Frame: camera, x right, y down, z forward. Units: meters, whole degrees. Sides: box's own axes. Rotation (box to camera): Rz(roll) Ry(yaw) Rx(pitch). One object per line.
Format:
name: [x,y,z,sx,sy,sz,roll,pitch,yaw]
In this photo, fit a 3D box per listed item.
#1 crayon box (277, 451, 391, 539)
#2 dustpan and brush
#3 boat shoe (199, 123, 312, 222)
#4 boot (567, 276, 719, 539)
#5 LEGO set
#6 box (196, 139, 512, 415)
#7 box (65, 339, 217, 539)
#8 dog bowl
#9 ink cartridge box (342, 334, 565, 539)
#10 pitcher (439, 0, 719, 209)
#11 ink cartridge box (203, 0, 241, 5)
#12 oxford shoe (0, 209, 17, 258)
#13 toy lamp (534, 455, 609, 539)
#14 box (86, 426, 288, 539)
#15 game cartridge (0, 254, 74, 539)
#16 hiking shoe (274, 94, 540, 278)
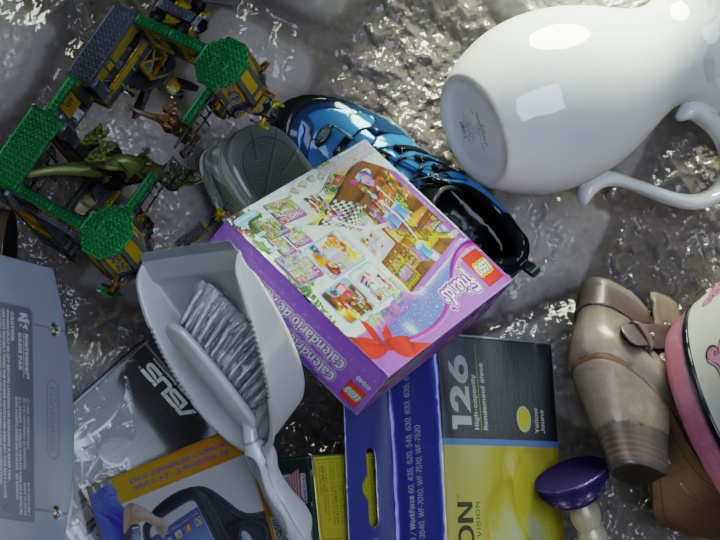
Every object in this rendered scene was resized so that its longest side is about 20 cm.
crayon box: [0.015,0.181,1.705,0.200,0.051,0.127,3,80,-53]
dustpan and brush: [-0.068,0.081,1.565,0.057,0.140,0.200,-42,107,-25]
boat shoe: [-0.040,-0.002,1.749,0.074,0.065,0.202,-37,99,-33]
boot: [0.213,0.091,1.784,0.200,0.070,0.146,33,44,-45]
LEGO set: [-0.138,-0.070,1.690,0.154,0.116,0.200,18,72,27]
box: [0.000,0.000,1.628,0.137,0.200,0.039,44,120,7]
box: [-0.135,0.170,1.708,0.158,0.048,0.200,-42,94,-15]
dog bowl: [0.276,0.095,1.750,0.074,0.200,0.200,-27,91,22]
ink cartridge box: [0.065,0.140,1.702,0.200,0.047,0.198,6,79,-56]
pitcher: [0.165,-0.103,1.781,0.200,0.121,0.172,-22,97,-26]
ink cartridge box: [-0.126,-0.239,1.676,0.146,0.200,0.086,6,83,-12]
oxford shoe: [-0.268,0.057,1.686,0.071,0.071,0.200,5,75,2]
toy lamp: [0.170,0.225,1.752,0.058,0.058,0.200,-25,107,-15]
box: [-0.088,0.209,1.619,0.119,0.041,0.200,-24,72,22]
game cartridge: [-0.229,0.089,1.614,0.133,0.040,0.200,16,68,-52]
hiking shoe: [0.033,-0.060,1.753,0.200,0.087,0.074,32,78,-8]
